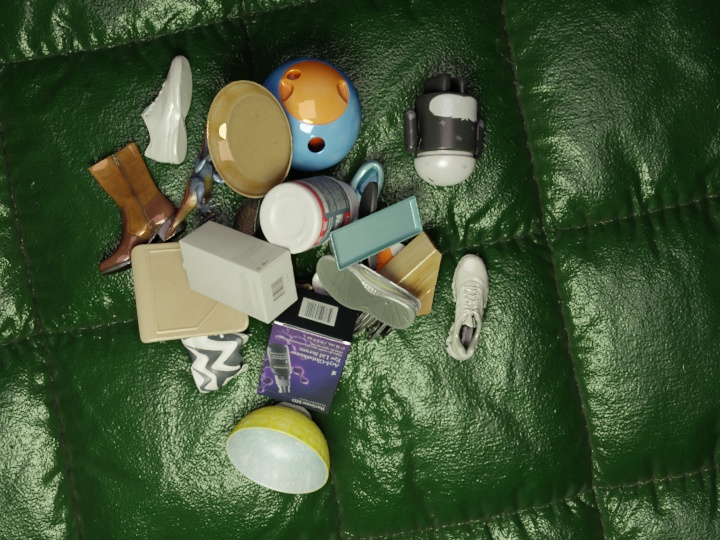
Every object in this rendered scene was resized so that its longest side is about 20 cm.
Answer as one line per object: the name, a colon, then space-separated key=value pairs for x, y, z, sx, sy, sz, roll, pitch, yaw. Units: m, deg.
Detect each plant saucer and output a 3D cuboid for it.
plant saucer: x=-0.187 y=-0.231 z=1.552 sx=0.197 sy=0.035 sz=0.205 roll=12 pitch=112 yaw=32
plant saucer: x=0.027 y=-0.069 z=1.567 sx=0.198 sy=0.019 sz=0.071 roll=-25 pitch=111 yaw=-31

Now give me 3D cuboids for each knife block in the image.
knife block: x=0.050 y=0.035 z=1.644 sx=0.172 sy=0.064 sz=0.203 roll=-8 pitch=128 yaw=-21

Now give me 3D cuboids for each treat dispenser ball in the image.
treat dispenser ball: x=-0.095 y=-0.285 z=1.620 sx=0.196 sy=0.201 sz=0.206 roll=0 pitch=89 yaw=-2

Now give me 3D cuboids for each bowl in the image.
bowl: x=-0.141 y=0.313 z=1.647 sx=0.196 sy=0.202 sz=0.109 roll=20 pitch=45 yaw=-1

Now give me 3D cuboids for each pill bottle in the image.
pill bottle: x=-0.082 y=-0.105 z=1.573 sx=0.117 sy=0.199 sz=0.122 roll=5 pitch=103 yaw=24

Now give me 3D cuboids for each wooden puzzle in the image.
wooden puzzle: x=-0.316 y=0.036 z=1.634 sx=0.196 sy=0.037 sz=0.189 roll=-7 pitch=69 yaw=-15

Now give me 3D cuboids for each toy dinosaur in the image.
toy dinosaur: x=-0.303 y=-0.183 z=1.657 sx=0.196 sy=0.106 sz=0.184 roll=-19 pitch=61 yaw=-4

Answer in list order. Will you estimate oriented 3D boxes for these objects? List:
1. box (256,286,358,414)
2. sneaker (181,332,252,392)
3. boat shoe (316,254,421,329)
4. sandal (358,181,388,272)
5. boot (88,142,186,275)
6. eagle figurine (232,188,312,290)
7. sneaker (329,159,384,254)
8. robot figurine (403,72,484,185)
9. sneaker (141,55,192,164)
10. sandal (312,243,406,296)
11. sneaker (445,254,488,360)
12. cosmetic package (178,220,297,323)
box: x=-0.097 y=0.145 z=1.612 sx=0.145 sy=0.105 sz=0.202 roll=15 pitch=130 yaw=-2
sneaker: x=-0.274 y=0.117 z=1.673 sx=0.127 sy=0.080 sz=0.203 roll=-19 pitch=85 yaw=-8
boat shoe: x=0.014 y=0.031 z=1.573 sx=0.199 sy=0.065 sz=0.075 roll=27 pitch=121 yaw=9
sandal: x=0.026 y=-0.061 z=1.620 sx=0.044 sy=0.075 sz=0.205 roll=-2 pitch=99 yaw=-16
boot: x=-0.456 y=-0.114 z=1.674 sx=0.187 sy=0.068 sz=0.202 roll=-35 pitch=89 yaw=-1
eagle figurine: x=-0.176 y=-0.045 z=1.651 sx=0.150 sy=0.151 sz=0.202 roll=-24 pitch=104 yaw=26
sneaker: x=-0.011 y=-0.118 z=1.679 sx=0.073 sy=0.082 sz=0.204 roll=18 pitch=89 yaw=0
robot figurine: x=0.158 y=-0.262 z=1.668 sx=0.147 sy=0.125 sz=0.205 roll=0 pitch=89 yaw=9
sneaker: x=-0.373 y=-0.309 z=1.682 sx=0.086 sy=0.075 sz=0.205 roll=7 pitch=90 yaw=10
sandal: x=-0.002 y=-0.008 z=1.684 sx=0.203 sy=0.059 sz=0.081 roll=-15 pitch=107 yaw=-16
sneaker: x=0.209 y=0.071 z=1.685 sx=0.073 sy=0.081 sz=0.205 roll=5 pitch=88 yaw=0
cosmetic package: x=-0.214 y=0.000 z=1.539 sx=0.198 sy=0.109 sz=0.085 roll=22 pitch=44 yaw=33
